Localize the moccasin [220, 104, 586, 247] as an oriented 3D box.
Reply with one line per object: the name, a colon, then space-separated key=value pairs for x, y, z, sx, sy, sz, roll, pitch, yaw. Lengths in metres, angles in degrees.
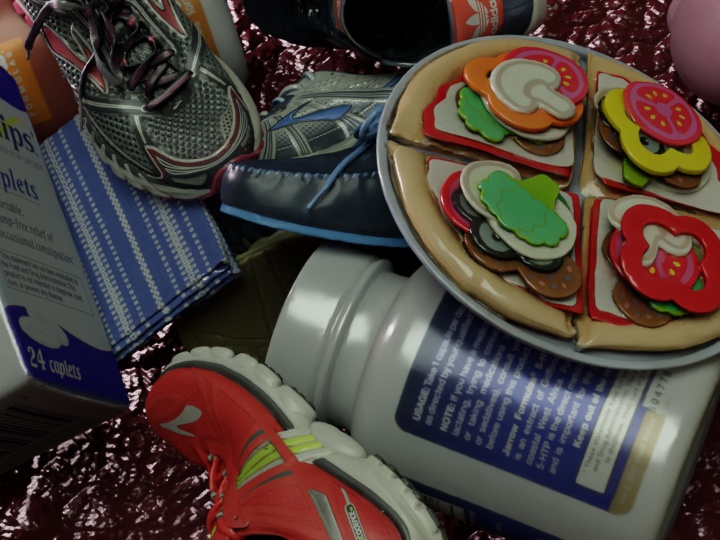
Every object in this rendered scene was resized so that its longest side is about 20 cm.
moccasin: x=0.030 y=-0.049 z=1.017 sx=0.200 sy=0.068 sz=0.080 roll=1 pitch=12 yaw=-18

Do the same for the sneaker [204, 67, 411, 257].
sneaker: x=-0.027 y=-0.061 z=1.120 sx=0.200 sy=0.077 sz=0.085 roll=-17 pitch=48 yaw=-10

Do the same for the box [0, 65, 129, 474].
box: x=-0.239 y=0.011 z=1.028 sx=0.184 sy=0.105 sz=0.200 roll=-27 pitch=71 yaw=17

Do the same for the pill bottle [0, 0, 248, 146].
pill bottle: x=-0.171 y=-0.120 z=1.145 sx=0.200 sy=0.112 sz=0.112 roll=-21 pitch=59 yaw=-4

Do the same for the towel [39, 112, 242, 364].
towel: x=-0.163 y=0.007 z=1.082 sx=0.200 sy=0.024 sz=0.145 roll=-38 pitch=56 yaw=12

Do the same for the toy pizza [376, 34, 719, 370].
toy pizza: x=0.105 y=-0.041 z=0.962 sx=0.200 sy=0.032 sz=0.200 roll=12 pitch=49 yaw=-14

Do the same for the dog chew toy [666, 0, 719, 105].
dog chew toy: x=0.245 y=-0.099 z=1.069 sx=0.200 sy=0.125 sz=0.125 roll=29 pitch=67 yaw=31

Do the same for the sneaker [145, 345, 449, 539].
sneaker: x=-0.046 y=0.102 z=0.942 sx=0.085 sy=0.077 sz=0.200 roll=-39 pitch=43 yaw=-21

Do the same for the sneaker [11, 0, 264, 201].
sneaker: x=-0.126 y=-0.117 z=1.042 sx=0.081 sy=0.075 sz=0.200 roll=-39 pitch=73 yaw=-9

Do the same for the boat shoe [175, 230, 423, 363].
boat shoe: x=0.000 y=-0.003 z=1.084 sx=0.200 sy=0.063 sz=0.073 roll=-26 pitch=102 yaw=-2

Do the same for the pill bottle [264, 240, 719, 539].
pill bottle: x=0.061 y=0.060 z=0.988 sx=0.200 sy=0.120 sz=0.120 roll=21 pitch=65 yaw=13

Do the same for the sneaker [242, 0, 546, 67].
sneaker: x=-0.002 y=-0.146 z=1.117 sx=0.200 sy=0.075 sz=0.084 roll=3 pitch=23 yaw=40
